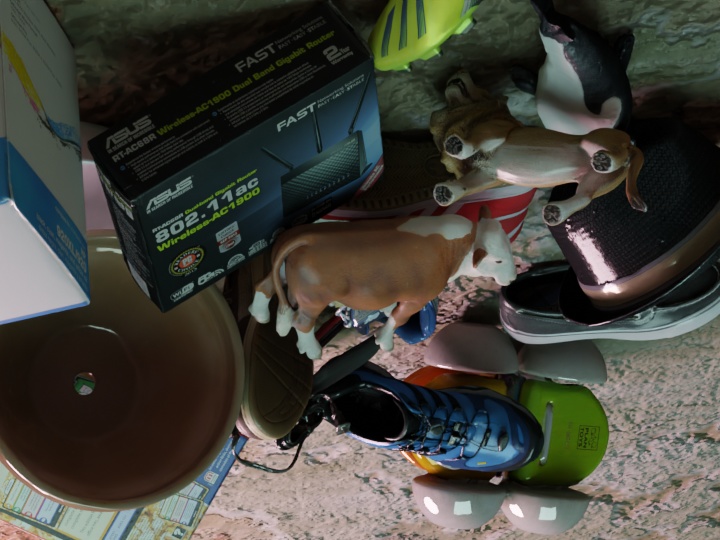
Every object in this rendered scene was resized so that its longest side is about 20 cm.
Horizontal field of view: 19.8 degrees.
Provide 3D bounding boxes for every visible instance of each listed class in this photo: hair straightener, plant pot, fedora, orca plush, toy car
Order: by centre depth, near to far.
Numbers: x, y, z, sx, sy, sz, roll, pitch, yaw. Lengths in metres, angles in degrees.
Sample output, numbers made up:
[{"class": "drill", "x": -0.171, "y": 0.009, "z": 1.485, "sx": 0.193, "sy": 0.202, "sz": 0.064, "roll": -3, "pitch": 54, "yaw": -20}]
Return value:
[{"class": "orca plush", "x": 0.159, "y": -0.149, "z": 1.458, "sx": 0.105, "sy": 0.071, "sz": 0.200, "roll": 28, "pitch": 163, "yaw": 37}, {"class": "plant pot", "x": -0.192, "y": 0.076, "z": 1.502, "sx": 0.199, "sy": 0.203, "sz": 0.093, "roll": 7, "pitch": 168, "yaw": -22}, {"class": "fedora", "x": 0.207, "y": -0.052, "z": 1.547, "sx": 0.200, "sy": 0.201, "sz": 0.092, "roll": -32, "pitch": 111, "yaw": 36}, {"class": "hair straightener", "x": -0.037, "y": 0.098, "z": 1.616, "sx": 0.200, "sy": 0.077, "sz": 0.041, "roll": -38, "pitch": 168, "yaw": -49}, {"class": "toy car", "x": 0.118, "y": 0.136, "z": 1.836, "sx": 0.198, "sy": 0.177, "sz": 0.150, "roll": 6, "pitch": -178, "yaw": -21}]

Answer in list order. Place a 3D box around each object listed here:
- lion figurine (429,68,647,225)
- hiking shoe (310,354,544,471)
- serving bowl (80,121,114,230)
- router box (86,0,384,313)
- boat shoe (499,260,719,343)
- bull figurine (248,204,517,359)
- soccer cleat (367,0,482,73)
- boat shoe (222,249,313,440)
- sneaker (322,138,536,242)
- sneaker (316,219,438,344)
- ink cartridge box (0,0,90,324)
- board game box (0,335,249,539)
[{"class": "lion figurine", "x": 0.127, "y": -0.080, "z": 1.434, "sx": 0.199, "sy": 0.122, "sz": 0.073, "roll": 18, "pitch": 115, "yaw": 26}, {"class": "hiking shoe", "x": 0.053, "y": 0.130, "z": 1.702, "sx": 0.198, "sy": 0.075, "sz": 0.087, "roll": 13, "pitch": -166, "yaw": 4}, {"class": "serving bowl", "x": -0.224, "y": -0.051, "z": 1.514, "sx": 0.198, "sy": 0.066, "sz": 0.201, "roll": -5, "pitch": 150, "yaw": -3}, {"class": "router box", "x": -0.080, "y": -0.076, "z": 1.424, "sx": 0.199, "sy": 0.062, "sz": 0.150, "roll": -32, "pitch": 152, "yaw": -14}, {"class": "boat shoe", "x": 0.210, "y": 0.015, "z": 1.720, "sx": 0.198, "sy": 0.071, "sz": 0.066, "roll": -5, "pitch": 152, "yaw": 12}, {"class": "bull figurine", "x": 0.015, "y": 0.004, "z": 1.505, "sx": 0.198, "sy": 0.065, "sz": 0.122, "roll": 2, "pitch": 135, "yaw": -29}, {"class": "soccer cleat", "x": 0.056, "y": -0.201, "z": 1.344, "sx": 0.084, "sy": 0.065, "sz": 0.200, "roll": 39, "pitch": 139, "yaw": -12}, {"class": "boat shoe", "x": -0.085, "y": 0.056, "z": 1.590, "sx": 0.072, "sy": 0.201, "sz": 0.072, "roll": -27, "pitch": 132, "yaw": 26}, {"class": "sneaker", "x": 0.038, "y": -0.047, "z": 1.570, "sx": 0.198, "sy": 0.072, "sz": 0.113, "roll": -5, "pitch": 146, "yaw": -8}, {"class": "sneaker", "x": 0.000, "y": 0.000, "z": 1.626, "sx": 0.077, "sy": 0.086, "sz": 0.199, "roll": -29, "pitch": 143, "yaw": 32}, {"class": "ink cartridge box", "x": -0.267, "y": -0.081, "z": 1.323, "sx": 0.146, "sy": 0.202, "sz": 0.145, "roll": -13, "pitch": 151, "yaw": 9}, {"class": "board game box", "x": -0.207, "y": 0.141, "z": 1.597, "sx": 0.199, "sy": 0.046, "sz": 0.152, "roll": 28, "pitch": 102, "yaw": -16}]
